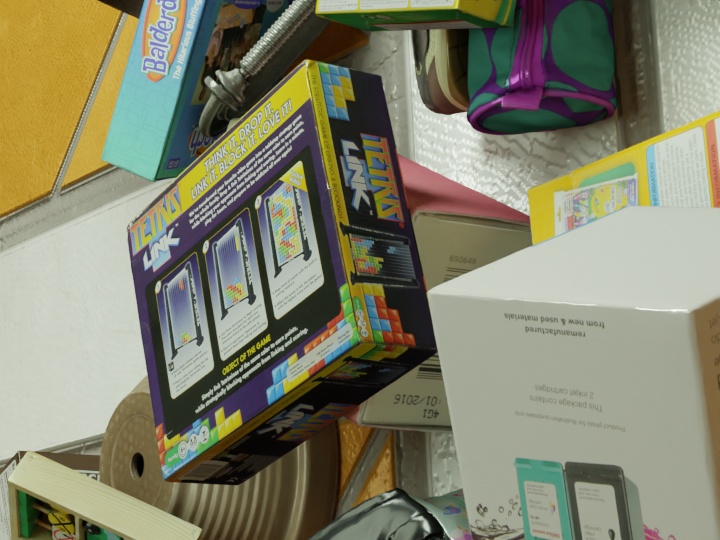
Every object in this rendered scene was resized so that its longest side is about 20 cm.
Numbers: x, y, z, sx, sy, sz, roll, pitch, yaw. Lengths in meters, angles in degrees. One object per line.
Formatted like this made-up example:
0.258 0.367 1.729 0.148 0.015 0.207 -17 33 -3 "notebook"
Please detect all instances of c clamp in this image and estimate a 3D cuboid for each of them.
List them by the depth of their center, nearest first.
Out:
-0.036 -0.157 1.146 0.200 0.027 0.171 -48 1 7 "c clamp"

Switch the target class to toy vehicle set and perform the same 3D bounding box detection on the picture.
-0.168 0.205 1.237 0.200 0.124 0.027 99 -163 -51 "toy vehicle set"

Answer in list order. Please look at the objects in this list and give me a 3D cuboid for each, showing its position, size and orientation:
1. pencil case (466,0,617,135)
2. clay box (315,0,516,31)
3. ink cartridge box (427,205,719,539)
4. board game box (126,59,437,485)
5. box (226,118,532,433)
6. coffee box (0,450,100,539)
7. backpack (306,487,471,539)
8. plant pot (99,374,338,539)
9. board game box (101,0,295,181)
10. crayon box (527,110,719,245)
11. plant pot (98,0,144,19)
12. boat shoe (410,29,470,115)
0.097 -0.176 1.027 0.085 0.092 0.201 -2 82 12 "pencil case"
0.041 -0.230 0.999 0.115 0.047 0.201 7 87 48 "clay box"
0.143 0.087 0.820 0.146 0.146 0.201 4 109 47 "ink cartridge box"
-0.049 0.007 1.038 0.200 0.057 0.166 -36 55 45 "board game box"
0.000 0.000 1.110 0.200 0.109 0.128 29 108 51 "box"
-0.240 0.216 1.390 0.200 0.114 0.080 -43 52 39 "coffee box"
0.025 0.201 1.032 0.167 0.126 0.200 55 126 27 "backpack"
-0.109 0.130 1.248 0.200 0.092 0.202 -11 75 50 "plant pot"
-0.088 -0.162 1.220 0.045 0.152 0.201 22 103 19 "board game box"
0.172 -0.006 0.932 0.200 0.051 0.126 -21 68 49 "crayon box"
-0.137 -0.287 1.304 0.187 0.187 0.201 21 86 52 "plant pot"
0.055 -0.188 1.096 0.065 0.073 0.201 -10 72 53 "boat shoe"
